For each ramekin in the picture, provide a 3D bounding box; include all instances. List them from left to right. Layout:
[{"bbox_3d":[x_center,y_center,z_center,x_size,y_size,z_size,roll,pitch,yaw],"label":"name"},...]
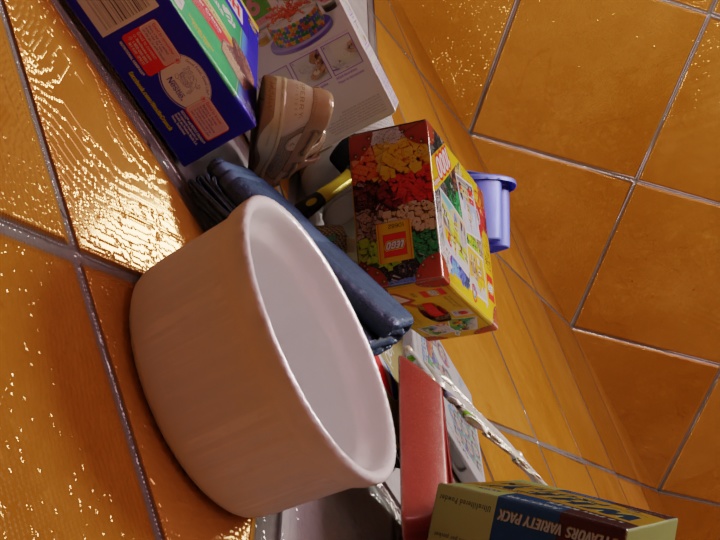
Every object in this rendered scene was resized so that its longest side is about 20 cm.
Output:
[{"bbox_3d":[-0.064,0.062,0.803,0.201,0.097,0.201,58,14,-24],"label":"ramekin"}]

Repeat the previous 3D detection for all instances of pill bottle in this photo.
[{"bbox_3d":[-0.012,-0.119,1.312,0.114,0.114,0.201,44,26,-57],"label":"pill bottle"}]

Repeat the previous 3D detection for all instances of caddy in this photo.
[{"bbox_3d":[0.090,-0.071,1.479,0.141,0.199,0.105,27,55,-73],"label":"caddy"}]

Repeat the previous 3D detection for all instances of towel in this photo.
[{"bbox_3d":[-0.047,-0.008,0.986,0.200,0.049,0.112,42,8,11],"label":"towel"}]

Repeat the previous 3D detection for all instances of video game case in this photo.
[{"bbox_3d":[0.093,0.142,1.448,0.182,0.024,0.200,59,14,-27],"label":"video game case"}]

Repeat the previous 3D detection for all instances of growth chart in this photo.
[{"bbox_3d":[0.124,0.159,1.284,0.200,0.018,0.145,44,2,-9],"label":"growth chart"}]

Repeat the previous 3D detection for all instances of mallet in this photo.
[{"bbox_3d":[-0.027,-0.064,1.158,0.066,0.041,0.200,37,39,1],"label":"mallet"}]

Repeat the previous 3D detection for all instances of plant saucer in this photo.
[{"bbox_3d":[0.059,0.203,0.992,0.200,0.037,0.200,-87,170,-56],"label":"plant saucer"}]

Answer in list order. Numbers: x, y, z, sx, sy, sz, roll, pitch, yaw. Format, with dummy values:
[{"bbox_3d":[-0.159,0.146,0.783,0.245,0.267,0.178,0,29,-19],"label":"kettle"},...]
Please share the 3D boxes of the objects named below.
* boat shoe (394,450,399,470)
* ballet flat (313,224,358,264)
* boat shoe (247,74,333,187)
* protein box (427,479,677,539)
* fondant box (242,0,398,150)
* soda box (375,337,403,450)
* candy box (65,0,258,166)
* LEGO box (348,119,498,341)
[{"bbox_3d":[0.044,0.135,1.179,0.076,0.060,0.200,60,13,-15],"label":"boat shoe"},{"bbox_3d":[0.000,0.000,1.223,0.200,0.075,0.068,38,42,-65],"label":"ballet flat"},{"bbox_3d":[-0.063,-0.109,1.061,0.200,0.064,0.072,134,-40,-77],"label":"boat shoe"},{"bbox_3d":[0.131,0.263,0.892,0.200,0.134,0.199,20,81,-65],"label":"protein box"},{"bbox_3d":[-0.071,-0.213,1.188,0.201,0.144,0.058,62,14,-14],"label":"fondant box"},{"bbox_3d":[-0.007,0.089,1.048,0.064,0.068,0.200,59,14,-20],"label":"soda box"},{"bbox_3d":[-0.153,-0.210,1.004,0.169,0.077,0.200,57,14,-31],"label":"candy box"},{"bbox_3d":[0.061,-0.031,1.146,0.200,0.077,0.150,37,45,-65],"label":"LEGO box"}]
